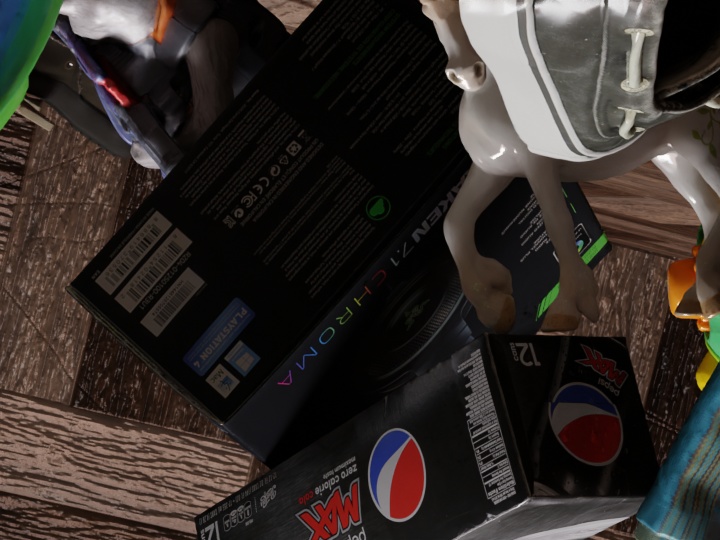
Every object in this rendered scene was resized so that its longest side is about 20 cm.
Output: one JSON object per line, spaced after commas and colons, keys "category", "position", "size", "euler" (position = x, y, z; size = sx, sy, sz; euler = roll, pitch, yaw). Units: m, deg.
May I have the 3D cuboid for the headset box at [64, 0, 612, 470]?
{"category": "headset box", "position": [0.000, 0.000, 1.073], "size": [0.093, 0.174, 0.200], "euler": [40, 175, 24]}

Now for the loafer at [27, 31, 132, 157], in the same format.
{"category": "loafer", "position": [-0.155, -0.127, 1.313], "size": [0.073, 0.071, 0.200], "euler": [50, -172, 32]}

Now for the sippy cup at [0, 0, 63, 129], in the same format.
{"category": "sippy cup", "position": [-0.167, -0.102, 0.710], "size": [0.130, 0.178, 0.139], "euler": [26, -145, 35]}

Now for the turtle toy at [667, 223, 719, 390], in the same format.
{"category": "turtle toy", "position": [0.223, -0.002, 1.253], "size": [0.101, 0.146, 0.200], "euler": [38, 170, -27]}

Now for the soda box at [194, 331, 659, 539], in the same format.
{"category": "soda box", "position": [0.021, 0.088, 0.982], "size": [0.071, 0.064, 0.200], "euler": [3, 156, -36]}

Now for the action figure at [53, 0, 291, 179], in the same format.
{"category": "action figure", "position": [-0.066, -0.105, 1.183], "size": [0.193, 0.105, 0.200], "euler": [24, -162, -44]}

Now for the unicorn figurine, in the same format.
{"category": "unicorn figurine", "position": [0.079, -0.048, 0.942], "size": [0.199, 0.138, 0.074], "euler": [-5, -178, -41]}

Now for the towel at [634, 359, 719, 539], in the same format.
{"category": "towel", "position": [0.191, 0.023, 0.915], "size": [0.146, 0.200, 0.022], "euler": [13, -156, -37]}

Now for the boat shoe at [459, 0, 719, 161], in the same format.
{"category": "boat shoe", "position": [0.078, -0.066, 0.744], "size": [0.063, 0.071, 0.200], "euler": [15, 178, 15]}

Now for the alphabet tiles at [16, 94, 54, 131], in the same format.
{"category": "alphabet tiles", "position": [-0.235, -0.132, 1.278], "size": [0.166, 0.006, 0.200], "euler": [37, -178, 25]}
